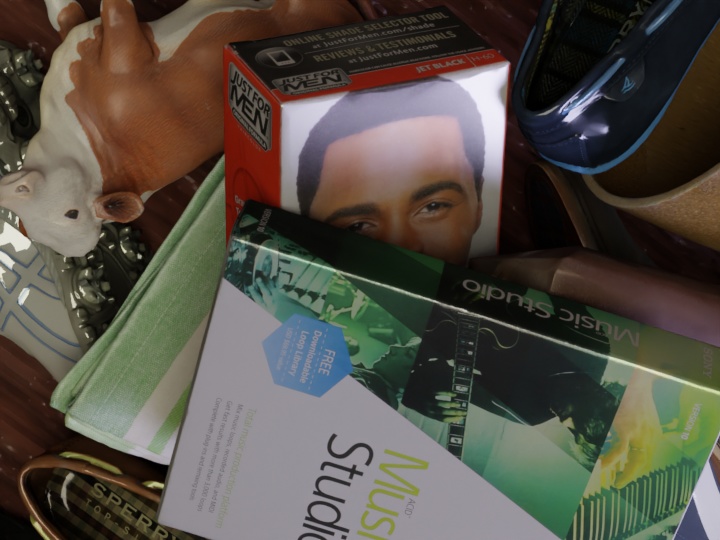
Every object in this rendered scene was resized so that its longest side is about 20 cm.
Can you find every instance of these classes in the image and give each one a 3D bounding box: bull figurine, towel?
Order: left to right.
[{"bbox_3d":[-0.080,-0.089,0.908,0.200,0.065,0.122,-25,107,-30],"label":"bull figurine"},{"bbox_3d":[-0.020,0.038,0.952,0.200,0.023,0.153,27,105,-37],"label":"towel"}]

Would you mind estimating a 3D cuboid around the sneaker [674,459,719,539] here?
[{"bbox_3d":[0.086,0.120,0.928,0.146,0.077,0.203,-35,100,-26],"label":"sneaker"}]

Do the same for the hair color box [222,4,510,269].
[{"bbox_3d":[0.000,0.000,0.885,0.101,0.061,0.201,-13,124,-21],"label":"hair color box"}]

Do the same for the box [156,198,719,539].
[{"bbox_3d":[0.031,0.066,0.839,0.199,0.036,0.145,16,123,-1],"label":"box"}]

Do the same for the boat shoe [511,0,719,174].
[{"bbox_3d":[0.123,-0.134,0.845,0.084,0.069,0.201,19,88,30],"label":"boat shoe"}]

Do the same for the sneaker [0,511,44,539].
[{"bbox_3d":[-0.181,0.171,0.999,0.199,0.076,0.114,29,96,-14],"label":"sneaker"}]

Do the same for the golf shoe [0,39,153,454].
[{"bbox_3d":[-0.153,-0.001,0.968,0.097,0.078,0.200,-20,102,24],"label":"golf shoe"}]

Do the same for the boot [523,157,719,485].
[{"bbox_3d":[0.153,0.018,0.982,0.097,0.075,0.200,-32,105,-11],"label":"boot"}]

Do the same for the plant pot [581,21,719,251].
[{"bbox_3d":[0.226,-0.064,0.910,0.200,0.186,0.187,29,103,-23],"label":"plant pot"}]

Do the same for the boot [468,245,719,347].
[{"bbox_3d":[0.149,0.013,0.838,0.199,0.064,0.187,16,139,-12],"label":"boot"}]

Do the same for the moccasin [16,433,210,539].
[{"bbox_3d":[-0.066,0.140,0.950,0.201,0.078,0.074,39,101,13],"label":"moccasin"}]
